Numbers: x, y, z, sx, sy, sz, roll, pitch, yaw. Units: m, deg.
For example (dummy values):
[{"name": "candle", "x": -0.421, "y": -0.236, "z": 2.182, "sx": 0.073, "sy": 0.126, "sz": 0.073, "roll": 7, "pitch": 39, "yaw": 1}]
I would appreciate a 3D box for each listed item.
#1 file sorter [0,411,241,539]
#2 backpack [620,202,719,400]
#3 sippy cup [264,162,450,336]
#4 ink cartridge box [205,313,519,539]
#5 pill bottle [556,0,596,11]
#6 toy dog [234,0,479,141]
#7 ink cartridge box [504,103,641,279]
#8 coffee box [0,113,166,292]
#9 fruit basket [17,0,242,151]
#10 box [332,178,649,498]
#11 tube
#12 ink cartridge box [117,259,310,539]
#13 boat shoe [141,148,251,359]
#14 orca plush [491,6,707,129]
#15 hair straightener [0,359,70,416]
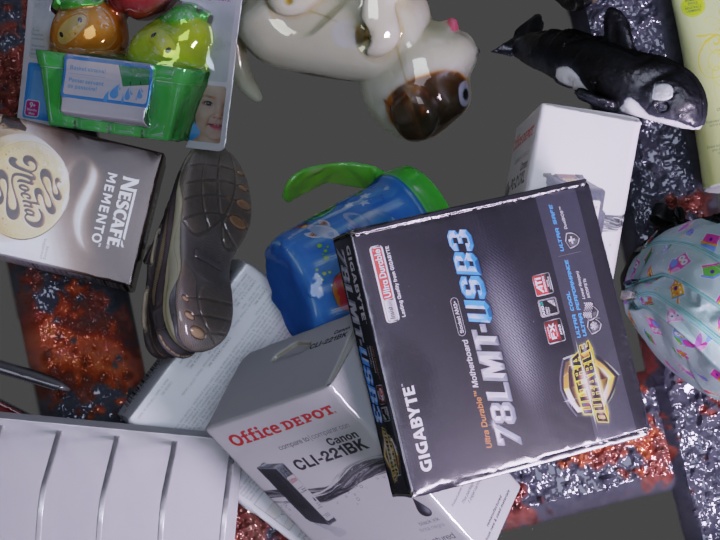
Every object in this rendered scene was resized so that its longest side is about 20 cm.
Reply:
[{"name": "file sorter", "x": -0.197, "y": 0.206, "z": 1.617, "sx": 0.200, "sy": 0.125, "sz": 0.139, "roll": 5, "pitch": 110, "yaw": -3}, {"name": "backpack", "x": 0.288, "y": 0.030, "z": 1.643, "sx": 0.167, "sy": 0.200, "sz": 0.127, "roll": 34, "pitch": 84, "yaw": -1}, {"name": "sippy cup", "x": 0.000, "y": 0.000, "z": 1.645, "sx": 0.130, "sy": 0.178, "sz": 0.140, "roll": -20, "pitch": 115, "yaw": -21}, {"name": "ink cartridge box", "x": 0.002, "y": 0.143, "z": 1.607, "sx": 0.200, "sy": 0.144, "sz": 0.084, "roll": 49, "pitch": 45, "yaw": -21}, {"name": "pill bottle", "x": 0.230, "y": -0.308, "z": 1.710, "sx": 0.200, "sy": 0.112, "sz": 0.112, "roll": -31, "pitch": 88, "yaw": -5}, {"name": "toy dog", "x": 0.004, "y": -0.187, "z": 1.678, "sx": 0.200, "sy": 0.140, "sz": 0.194, "roll": 36, "pitch": 97, "yaw": 0}, {"name": "ink cartridge box", "x": 0.156, "y": -0.023, "z": 1.666, "sx": 0.084, "sy": 0.145, "sz": 0.200, "roll": 11, "pitch": 85, "yaw": -3}, {"name": "coffee box", "x": -0.265, "y": -0.060, "z": 1.678, "sx": 0.200, "sy": 0.080, "sz": 0.113, "roll": 13, "pitch": 84, "yaw": -2}, {"name": "fruit basket", "x": -0.185, "y": -0.204, "z": 1.662, "sx": 0.185, "sy": 0.094, "sz": 0.200, "roll": 9, "pitch": 102, "yaw": 14}, {"name": "box", "x": 0.097, "y": 0.049, "z": 1.536, "sx": 0.198, "sy": 0.050, "sz": 0.200, "roll": -12, "pitch": 87, "yaw": -22}, {"name": "tube", "x": 0.299, "y": -0.166, "z": 1.737, "sx": 0.058, "sy": 0.052, "sz": 0.200, "roll": 3, "pitch": 79, "yaw": -41}, {"name": "ink cartridge box", "x": -0.071, "y": 0.113, "z": 1.702, "sx": 0.200, "sy": 0.057, "sz": 0.163, "roll": 39, "pitch": 84, "yaw": -18}, {"name": "boat shoe", "x": -0.142, "y": -0.017, "z": 1.664, "sx": 0.074, "sy": 0.073, "sz": 0.200, "roll": 37, "pitch": 44, "yaw": -32}, {"name": "orca plush", "x": 0.200, "y": -0.179, "z": 1.672, "sx": 0.105, "sy": 0.200, "sz": 0.071, "roll": -1, "pitch": 114, "yaw": -34}, {"name": "hair straightener", "x": -0.325, "y": 0.058, "z": 1.691, "sx": 0.200, "sy": 0.041, "sz": 0.077, "roll": 25, "pitch": 84, "yaw": 3}]
